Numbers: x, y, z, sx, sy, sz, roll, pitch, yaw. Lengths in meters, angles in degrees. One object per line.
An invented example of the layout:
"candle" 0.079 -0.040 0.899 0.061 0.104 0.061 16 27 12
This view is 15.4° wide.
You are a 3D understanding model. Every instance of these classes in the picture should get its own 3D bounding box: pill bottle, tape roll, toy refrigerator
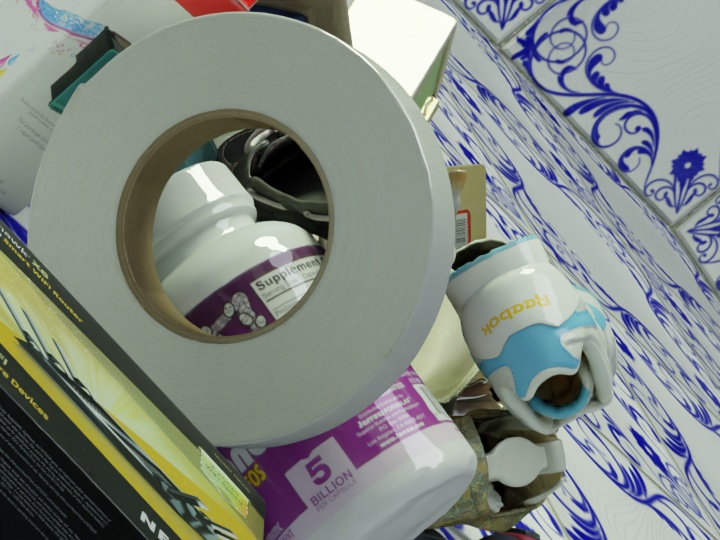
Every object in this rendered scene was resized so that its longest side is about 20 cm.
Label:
"pill bottle" -0.042 0.049 1.287 0.200 0.112 0.112 53 11 15
"tape roll" -0.057 -0.019 1.220 0.203 0.203 0.037 53 11 16
"toy refrigerator" -0.011 -0.071 1.579 0.070 0.200 0.076 24 -35 7

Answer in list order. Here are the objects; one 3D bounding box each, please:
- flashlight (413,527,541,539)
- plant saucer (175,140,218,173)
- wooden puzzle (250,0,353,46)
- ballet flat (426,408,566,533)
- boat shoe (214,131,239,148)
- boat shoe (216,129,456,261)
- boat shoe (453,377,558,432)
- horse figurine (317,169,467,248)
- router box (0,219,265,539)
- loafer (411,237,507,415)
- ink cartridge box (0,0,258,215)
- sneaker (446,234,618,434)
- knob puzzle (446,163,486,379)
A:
"flashlight" 0.054 0.165 1.424 0.200 0.068 0.068 23 71 -61
"plant saucer" -0.058 0.008 1.440 0.070 0.019 0.200 -78 146 -63
"wooden puzzle" -0.086 -0.166 1.432 0.185 0.046 0.201 15 -51 40
"ballet flat" 0.073 0.103 1.408 0.071 0.071 0.200 53 16 14
"boat shoe" -0.107 -0.066 1.522 0.062 0.073 0.200 28 7 19
"boat shoe" -0.019 -0.048 1.341 0.200 0.067 0.057 32 -29 53
"boat shoe" 0.059 0.091 1.538 0.202 0.075 0.075 -17 97 -64
"horse figurine" 0.000 0.000 1.415 0.050 0.133 0.200 7 7 -27
"router box" -0.122 0.066 1.055 0.200 0.052 0.157 48 10 -13
"loafer" 0.040 0.032 1.499 0.076 0.068 0.200 26 27 8
"ink cartridge box" -0.133 -0.137 1.307 0.067 0.200 0.116 40 14 -44
"sneaker" 0.097 0.049 1.404 0.081 0.076 0.200 65 10 20
"knob puzzle" 0.020 0.031 1.585 0.219 0.030 0.220 -10 102 -62
